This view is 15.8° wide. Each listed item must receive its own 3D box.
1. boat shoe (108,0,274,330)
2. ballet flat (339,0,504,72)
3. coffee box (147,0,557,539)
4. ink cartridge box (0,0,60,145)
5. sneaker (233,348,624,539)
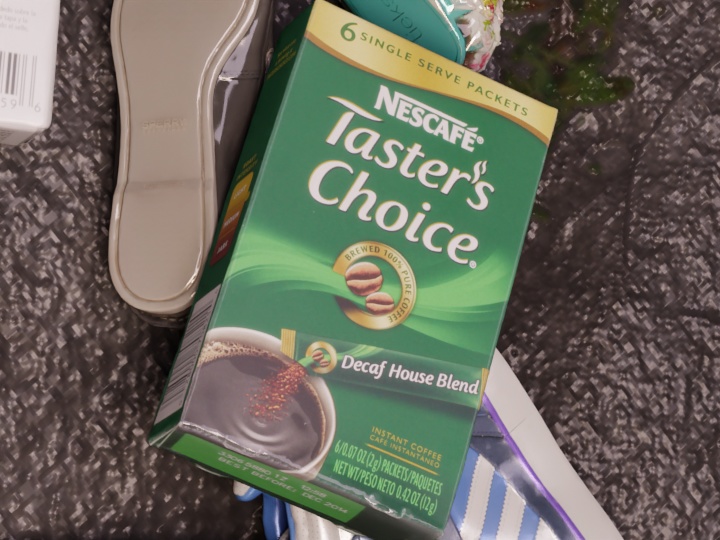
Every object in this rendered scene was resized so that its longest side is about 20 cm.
[{"bbox_3d":[-0.071,-0.072,1.107,0.066,0.057,0.201,3,77,15],"label":"boat shoe"},{"bbox_3d":[-0.004,-0.169,1.140,0.201,0.075,0.064,57,38,-12],"label":"ballet flat"},{"bbox_3d":[0.000,0.000,1.058,0.122,0.044,0.201,25,65,-14],"label":"coffee box"},{"bbox_3d":[-0.220,-0.151,1.055,0.199,0.044,0.175,7,81,-21],"label":"ink cartridge box"},{"bbox_3d":[0.030,0.132,1.110,0.146,0.081,0.201,-34,99,-16],"label":"sneaker"}]
